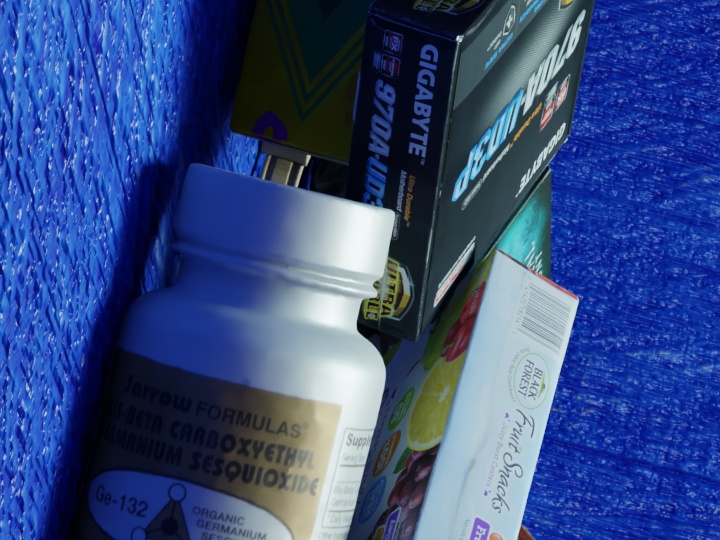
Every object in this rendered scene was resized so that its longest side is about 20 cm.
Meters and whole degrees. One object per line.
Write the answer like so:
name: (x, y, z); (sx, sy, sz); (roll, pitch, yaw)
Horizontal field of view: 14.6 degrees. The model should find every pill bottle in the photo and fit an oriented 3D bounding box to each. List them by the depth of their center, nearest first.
pill bottle: (-0.051, 0.062, 1.168); (0.114, 0.114, 0.200); (-1, 105, -84)

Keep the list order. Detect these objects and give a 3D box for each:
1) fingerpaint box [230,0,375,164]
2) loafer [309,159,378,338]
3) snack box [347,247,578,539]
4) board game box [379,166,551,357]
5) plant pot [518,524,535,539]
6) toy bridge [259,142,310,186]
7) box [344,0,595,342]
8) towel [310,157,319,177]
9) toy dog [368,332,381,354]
fingerpaint box: (0.020, -0.145, 1.344); (0.200, 0.073, 0.167); (-22, 126, -72)
loafer: (0.000, 0.000, 1.437); (0.200, 0.072, 0.073); (-73, 169, -55)
snack box: (0.023, 0.105, 1.257); (0.142, 0.053, 0.200); (-47, -162, 45)
board game box: (0.059, 0.051, 1.493); (0.135, 0.028, 0.200); (-53, 155, -31)
plant pot: (-0.006, 0.233, 1.409); (0.195, 0.201, 0.201); (-19, 139, -27)
toy bridge: (-0.059, 0.006, 1.387); (0.067, 0.027, 0.200); (98, 7, -50)
box: (0.053, -0.087, 1.264); (0.200, 0.046, 0.159); (-51, 155, -50)
towel: (-0.001, -0.109, 1.577); (0.200, 0.049, 0.112); (66, 39, -80)
toy dog: (-0.020, 0.043, 1.523); (0.096, 0.132, 0.200); (46, 45, -48)
